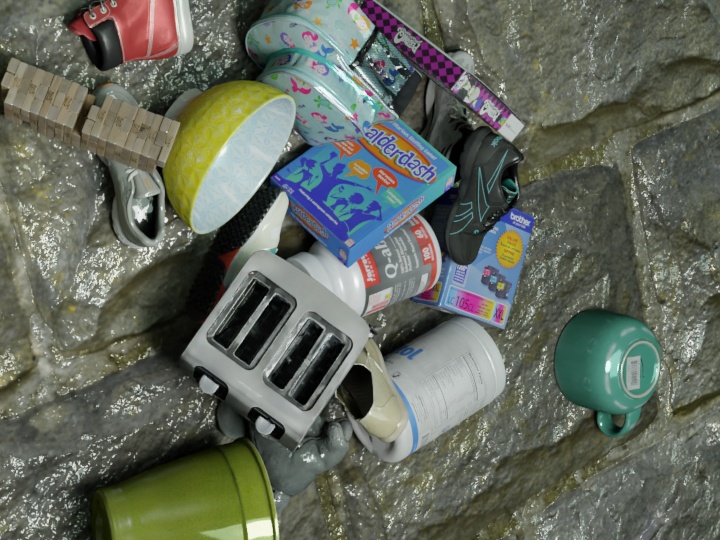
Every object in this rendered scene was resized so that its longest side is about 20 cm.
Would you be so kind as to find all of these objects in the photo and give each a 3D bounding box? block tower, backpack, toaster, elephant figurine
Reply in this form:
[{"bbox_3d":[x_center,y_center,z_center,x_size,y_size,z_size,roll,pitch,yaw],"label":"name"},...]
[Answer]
[{"bbox_3d":[-0.307,-0.170,1.542,0.197,0.058,0.055,21,72,-8],"label":"block tower"},{"bbox_3d":[-0.047,-0.258,1.702,0.200,0.176,0.151,49,63,-25],"label":"backpack"},{"bbox_3d":[-0.095,0.089,1.633,0.180,0.119,0.201,36,79,0],"label":"toaster"},{"bbox_3d":[-0.114,0.176,1.751,0.141,0.156,0.201,-33,109,19],"label":"elephant figurine"}]

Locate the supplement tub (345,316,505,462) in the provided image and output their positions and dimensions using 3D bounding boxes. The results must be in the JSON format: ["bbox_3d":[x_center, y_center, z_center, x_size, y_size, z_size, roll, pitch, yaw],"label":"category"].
[{"bbox_3d":[0.087,0.162,1.876,0.199,0.131,0.134,-29,111,-31],"label":"supplement tub"}]

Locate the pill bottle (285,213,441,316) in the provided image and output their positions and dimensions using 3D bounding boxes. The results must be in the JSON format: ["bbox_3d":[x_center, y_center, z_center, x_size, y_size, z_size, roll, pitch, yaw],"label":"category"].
[{"bbox_3d":[0.000,0.000,1.802,0.198,0.115,0.118,-21,108,-33],"label":"pill bottle"}]

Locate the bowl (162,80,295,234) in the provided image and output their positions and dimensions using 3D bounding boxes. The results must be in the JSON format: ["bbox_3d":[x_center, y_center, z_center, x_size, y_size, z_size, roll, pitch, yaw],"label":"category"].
[{"bbox_3d":[-0.179,-0.155,1.645,0.107,0.201,0.201,35,69,12],"label":"bowl"}]

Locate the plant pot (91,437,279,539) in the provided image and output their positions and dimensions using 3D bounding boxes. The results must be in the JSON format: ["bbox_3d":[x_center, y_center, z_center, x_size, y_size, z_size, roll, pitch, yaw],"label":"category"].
[{"bbox_3d":[-0.219,0.314,1.648,0.190,0.200,0.204,-5,99,-24],"label":"plant pot"}]

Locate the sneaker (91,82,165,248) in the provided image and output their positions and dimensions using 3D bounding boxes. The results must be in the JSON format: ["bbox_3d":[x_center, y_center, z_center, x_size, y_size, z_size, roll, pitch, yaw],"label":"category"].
[{"bbox_3d":[-0.263,-0.122,1.605,0.075,0.092,0.203,-20,106,-22],"label":"sneaker"}]

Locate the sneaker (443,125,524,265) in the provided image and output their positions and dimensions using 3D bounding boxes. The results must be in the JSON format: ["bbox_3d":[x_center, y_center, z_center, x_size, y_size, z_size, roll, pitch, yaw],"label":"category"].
[{"bbox_3d":[0.163,-0.087,1.808,0.075,0.079,0.202,-37,144,-48],"label":"sneaker"}]

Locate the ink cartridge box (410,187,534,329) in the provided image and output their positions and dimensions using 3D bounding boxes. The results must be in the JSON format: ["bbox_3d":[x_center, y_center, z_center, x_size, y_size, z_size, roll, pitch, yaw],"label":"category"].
[{"bbox_3d":[0.164,-0.033,1.944,0.135,0.076,0.203,19,83,-36],"label":"ink cartridge box"}]

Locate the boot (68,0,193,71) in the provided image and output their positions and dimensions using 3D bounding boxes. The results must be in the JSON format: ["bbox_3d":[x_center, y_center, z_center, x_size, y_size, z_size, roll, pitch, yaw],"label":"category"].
[{"bbox_3d":[-0.278,-0.340,1.590,0.143,0.072,0.203,-17,109,-32],"label":"boot"}]

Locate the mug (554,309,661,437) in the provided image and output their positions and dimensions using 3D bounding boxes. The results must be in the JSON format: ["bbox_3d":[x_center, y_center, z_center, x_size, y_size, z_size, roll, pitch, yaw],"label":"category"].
[{"bbox_3d":[0.399,0.153,2.111,0.185,0.114,0.153,47,69,-30],"label":"mug"}]

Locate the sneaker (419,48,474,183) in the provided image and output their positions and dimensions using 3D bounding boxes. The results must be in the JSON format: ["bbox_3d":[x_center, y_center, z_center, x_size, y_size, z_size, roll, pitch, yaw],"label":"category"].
[{"bbox_3d":[0.140,-0.206,1.879,0.075,0.115,0.203,20,83,-35],"label":"sneaker"}]

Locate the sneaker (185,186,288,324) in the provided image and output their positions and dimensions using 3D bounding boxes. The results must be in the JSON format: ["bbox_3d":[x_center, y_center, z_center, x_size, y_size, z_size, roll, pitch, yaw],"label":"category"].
[{"bbox_3d":[-0.138,-0.007,1.735,0.093,0.070,0.202,38,76,-40],"label":"sneaker"}]

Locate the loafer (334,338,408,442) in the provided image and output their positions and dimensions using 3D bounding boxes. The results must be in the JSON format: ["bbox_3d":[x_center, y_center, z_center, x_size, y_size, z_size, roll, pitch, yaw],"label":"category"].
[{"bbox_3d":[-0.006,0.133,1.768,0.076,0.200,0.068,-47,140,11],"label":"loafer"}]

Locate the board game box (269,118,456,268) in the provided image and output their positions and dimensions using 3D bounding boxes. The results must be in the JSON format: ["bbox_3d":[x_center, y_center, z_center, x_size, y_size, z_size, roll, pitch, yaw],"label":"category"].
[{"bbox_3d":[0.004,-0.116,1.776,0.199,0.152,0.045,-38,157,-27],"label":"board game box"}]

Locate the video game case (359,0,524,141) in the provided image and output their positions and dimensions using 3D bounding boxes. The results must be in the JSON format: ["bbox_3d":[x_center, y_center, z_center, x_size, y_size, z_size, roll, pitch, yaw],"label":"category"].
[{"bbox_3d":[0.104,-0.260,1.769,0.036,0.200,0.181,-51,146,7],"label":"video game case"}]
